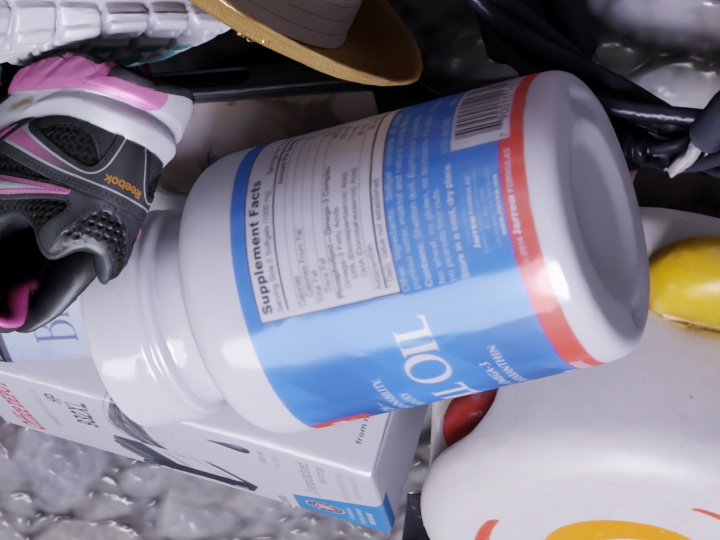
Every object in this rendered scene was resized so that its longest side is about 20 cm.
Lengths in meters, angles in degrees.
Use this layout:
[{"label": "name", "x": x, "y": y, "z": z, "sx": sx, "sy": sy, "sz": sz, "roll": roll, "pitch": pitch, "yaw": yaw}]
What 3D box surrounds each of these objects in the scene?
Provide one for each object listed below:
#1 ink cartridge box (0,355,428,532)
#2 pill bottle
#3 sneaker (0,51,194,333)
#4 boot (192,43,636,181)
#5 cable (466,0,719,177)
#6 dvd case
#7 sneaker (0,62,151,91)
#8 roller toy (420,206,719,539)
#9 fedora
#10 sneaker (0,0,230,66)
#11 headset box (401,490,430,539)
[{"label": "ink cartridge box", "x": -0.073, "y": 0.044, "z": 1.359, "sx": 0.199, "sy": 0.084, "sz": 0.145, "roll": 15, "pitch": 168, "yaw": 8}, {"label": "pill bottle", "x": 0.000, "y": 0.000, "z": 1.132, "sx": 0.199, "sy": 0.113, "sz": 0.112, "roll": -14, "pitch": 135, "yaw": 22}, {"label": "sneaker", "x": -0.144, "y": -0.015, "z": 1.133, "sx": 0.080, "sy": 0.087, "sz": 0.200, "roll": 24, "pitch": 152, "yaw": -25}, {"label": "boot", "x": 0.012, "y": -0.051, "z": 1.230, "sx": 0.199, "sy": 0.075, "sz": 0.097, "roll": -7, "pitch": 140, "yaw": 37}, {"label": "cable", "x": 0.104, "y": -0.106, "z": 1.097, "sx": 0.163, "sy": 0.051, "sz": 0.200, "roll": 20, "pitch": 142, "yaw": 33}, {"label": "dvd case", "x": -0.073, "y": -0.022, "z": 1.215, "sx": 0.199, "sy": 0.018, "sz": 0.143, "roll": -3, "pitch": 133, "yaw": 15}, {"label": "sneaker", "x": -0.110, "y": -0.083, "z": 1.235, "sx": 0.080, "sy": 0.084, "sz": 0.200, "roll": -6, "pitch": 131, "yaw": 16}, {"label": "roller toy", "x": 0.120, "y": 0.060, "z": 1.268, "sx": 0.182, "sy": 0.140, "sz": 0.200, "roll": -5, "pitch": 148, "yaw": 25}, {"label": "fedora", "x": -0.040, "y": -0.148, "z": 1.085, "sx": 0.200, "sy": 0.201, "sz": 0.082, "roll": 33, "pitch": 105, "yaw": -17}, {"label": "sneaker", "x": -0.121, "y": -0.123, "z": 1.103, "sx": 0.199, "sy": 0.092, "sz": 0.077, "roll": -2, "pitch": 172, "yaw": -43}, {"label": "headset box", "x": 0.119, "y": 0.136, "z": 1.419, "sx": 0.199, "sy": 0.075, "sz": 0.149, "roll": 14, "pitch": 148, "yaw": 5}]
